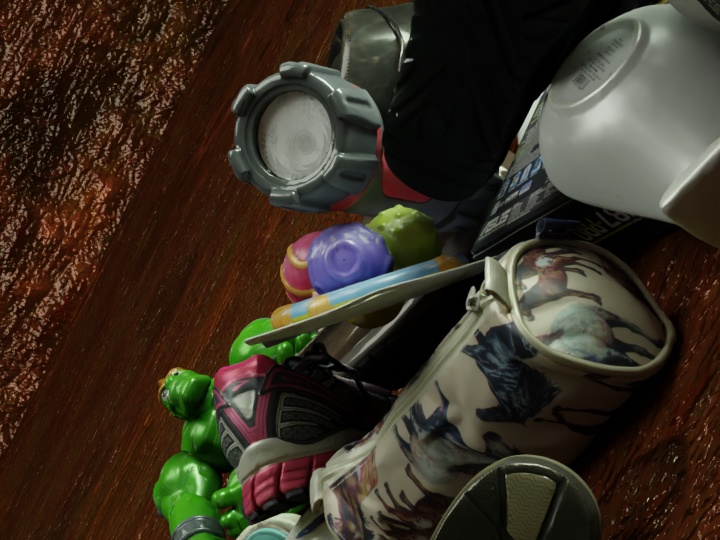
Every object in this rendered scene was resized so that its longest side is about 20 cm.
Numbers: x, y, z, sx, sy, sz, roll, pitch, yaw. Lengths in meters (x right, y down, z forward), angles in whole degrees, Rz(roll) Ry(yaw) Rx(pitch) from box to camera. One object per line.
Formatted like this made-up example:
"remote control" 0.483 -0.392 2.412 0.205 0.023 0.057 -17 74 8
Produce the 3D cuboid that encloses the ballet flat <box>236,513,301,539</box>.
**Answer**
"ballet flat" -0.074 0.224 1.439 0.200 0.067 0.062 -57 -16 7

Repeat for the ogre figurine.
"ogre figurine" -0.067 0.100 1.599 0.120 0.098 0.200 8 85 60

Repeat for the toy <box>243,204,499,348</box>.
"toy" 0.000 0.000 1.209 0.115 0.047 0.200 -20 -5 0

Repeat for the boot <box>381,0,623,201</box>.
"boot" 0.081 -0.145 1.176 0.168 0.076 0.200 -56 -11 -50

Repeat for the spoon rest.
"spoon rest" 0.126 -0.053 1.074 0.099 0.061 0.200 -45 22 9

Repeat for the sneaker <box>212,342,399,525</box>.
"sneaker" -0.016 0.074 1.317 0.081 0.075 0.200 -23 -5 12

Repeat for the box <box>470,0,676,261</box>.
"box" 0.135 -0.085 1.234 0.161 0.049 0.200 -68 13 -21

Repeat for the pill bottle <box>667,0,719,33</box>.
"pill bottle" 0.181 -0.145 0.994 0.116 0.116 0.200 -63 11 -6

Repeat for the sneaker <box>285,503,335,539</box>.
"sneaker" -0.042 0.184 1.306 0.200 0.075 0.088 -49 17 51

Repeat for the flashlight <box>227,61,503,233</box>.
"flashlight" 0.011 -0.055 1.244 0.200 0.068 0.068 5 -95 -63

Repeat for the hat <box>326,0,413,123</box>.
"hat" 0.018 -0.087 1.466 0.201 0.081 0.201 173 90 -80

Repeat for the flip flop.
"flip flop" 0.031 0.159 1.058 0.200 0.081 0.058 -59 -7 12

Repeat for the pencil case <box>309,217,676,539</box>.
"pencil case" 0.051 0.063 1.146 0.200 0.089 0.078 -52 15 45

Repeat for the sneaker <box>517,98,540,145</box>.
"sneaker" 0.093 -0.121 1.419 0.075 0.087 0.200 -54 15 28

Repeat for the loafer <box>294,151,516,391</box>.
"loafer" 0.028 0.000 1.403 0.073 0.071 0.200 0 -40 -51
